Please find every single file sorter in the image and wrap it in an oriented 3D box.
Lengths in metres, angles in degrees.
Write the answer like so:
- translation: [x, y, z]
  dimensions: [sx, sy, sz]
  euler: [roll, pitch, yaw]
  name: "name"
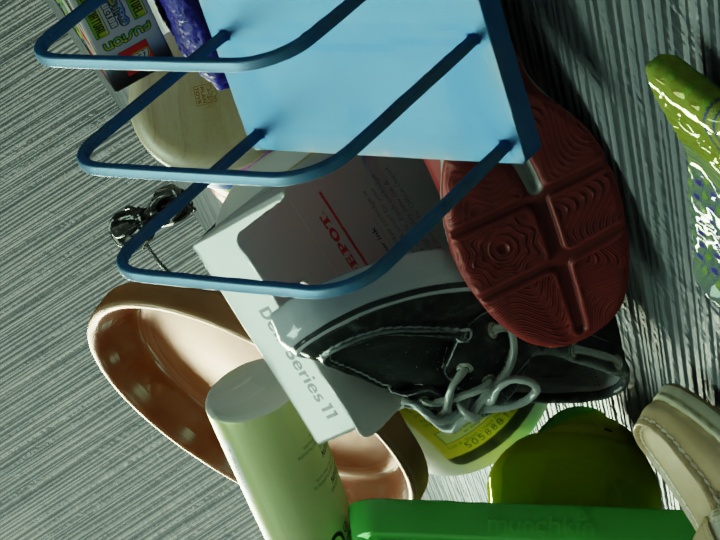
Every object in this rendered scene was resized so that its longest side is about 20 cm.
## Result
- translation: [-0.044, -0.104, 0.884]
  dimensions: [0.139, 0.123, 0.200]
  euler: [5, 125, 37]
  name: "file sorter"

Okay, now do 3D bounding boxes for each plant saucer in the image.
- translation: [-0.052, 0.068, 1.286]
  dimensions: [0.200, 0.032, 0.200]
  euler: [25, 154, 13]
  name: "plant saucer"

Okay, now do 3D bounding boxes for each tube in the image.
- translation: [-0.022, 0.136, 1.224]
  dimensions: [0.052, 0.058, 0.200]
  euler: [19, 138, 47]
  name: "tube"

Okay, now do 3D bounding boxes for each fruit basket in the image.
- translation: [0.105, 0.141, 1.233]
  dimensions: [0.216, 0.216, 0.156]
  euler: [53, 172, 31]
  name: "fruit basket"

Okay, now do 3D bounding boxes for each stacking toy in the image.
- translation: [-0.071, -0.072, 1.363]
  dimensions: [0.085, 0.085, 0.200]
  euler: [56, 178, 13]
  name: "stacking toy"

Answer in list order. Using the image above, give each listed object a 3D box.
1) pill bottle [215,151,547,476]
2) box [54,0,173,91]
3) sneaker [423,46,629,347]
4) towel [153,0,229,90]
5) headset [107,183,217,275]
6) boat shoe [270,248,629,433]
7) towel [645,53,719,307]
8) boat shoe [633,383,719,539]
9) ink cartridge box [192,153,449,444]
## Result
- translation: [0.012, 0.019, 1.302]
  dimensions: [0.200, 0.111, 0.111]
  euler: [43, -175, -41]
  name: "pill bottle"
- translation: [-0.160, -0.185, 1.205]
  dimensions: [0.200, 0.035, 0.110]
  euler: [54, 171, 46]
  name: "box"
- translation: [0.051, -0.070, 1.031]
  dimensions: [0.116, 0.078, 0.200]
  euler: [-103, -12, -66]
  name: "sneaker"
- translation: [-0.104, -0.170, 1.175]
  dimensions: [0.148, 0.050, 0.200]
  euler: [56, 177, -27]
  name: "towel"
- translation: [-0.052, 0.010, 1.356]
  dimensions: [0.200, 0.094, 0.124]
  euler: [27, -127, -30]
  name: "headset"
- translation: [0.046, 0.036, 1.066]
  dimensions: [0.199, 0.074, 0.068]
  euler: [5, -119, -50]
  name: "boat shoe"
- translation: [0.161, 0.027, 0.790]
  dimensions: [0.200, 0.023, 0.144]
  euler: [54, 174, 30]
  name: "towel"
- translation: [0.171, 0.137, 1.043]
  dimensions: [0.200, 0.069, 0.074]
  euler: [54, 173, 28]
  name: "boat shoe"
- translation: [0.000, 0.000, 1.149]
  dimensions: [0.117, 0.067, 0.200]
  euler: [58, -142, -7]
  name: "ink cartridge box"
